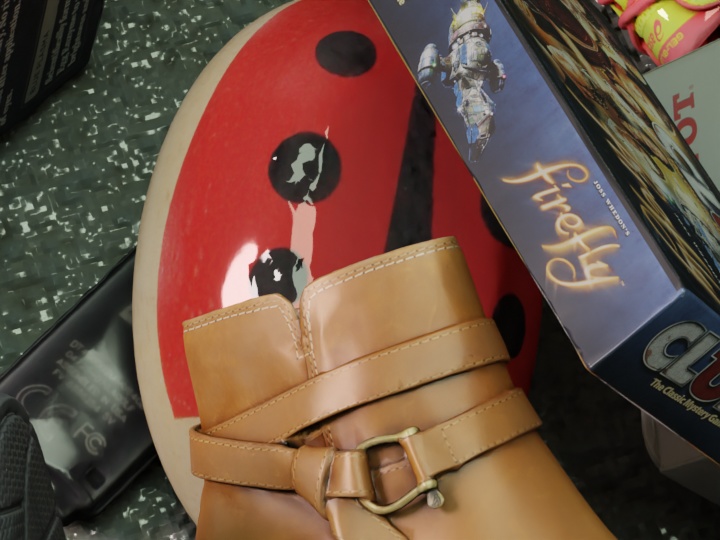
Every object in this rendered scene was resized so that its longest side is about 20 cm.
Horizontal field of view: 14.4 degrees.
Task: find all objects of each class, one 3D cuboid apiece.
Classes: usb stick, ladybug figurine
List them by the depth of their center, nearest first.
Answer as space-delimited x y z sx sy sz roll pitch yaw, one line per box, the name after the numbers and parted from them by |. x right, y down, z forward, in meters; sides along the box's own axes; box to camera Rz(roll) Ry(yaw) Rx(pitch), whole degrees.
0.000 0.000 0.888 0.135 0.072 0.202 8 75 -22 | ladybug figurine
-0.044 0.002 0.930 0.055 0.033 0.200 42 65 6 | usb stick

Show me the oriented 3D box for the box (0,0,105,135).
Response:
-0.209 -0.107 0.900 0.196 0.118 0.200 35 50 13 | box

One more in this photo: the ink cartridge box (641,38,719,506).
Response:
0.186 -0.019 0.876 0.083 0.199 0.146 29 49 -42 | ink cartridge box

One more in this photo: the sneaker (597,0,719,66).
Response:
0.104 -0.113 0.984 0.199 0.078 0.091 18 63 3 | sneaker

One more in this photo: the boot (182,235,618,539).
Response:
0.042 0.066 0.783 0.199 0.074 0.156 -12 80 16 | boot

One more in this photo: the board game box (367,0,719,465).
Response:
0.068 -0.029 0.826 0.035 0.135 0.201 -39 51 14 | board game box

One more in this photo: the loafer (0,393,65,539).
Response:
-0.110 0.128 0.773 0.062 0.201 0.072 0 25 11 | loafer
